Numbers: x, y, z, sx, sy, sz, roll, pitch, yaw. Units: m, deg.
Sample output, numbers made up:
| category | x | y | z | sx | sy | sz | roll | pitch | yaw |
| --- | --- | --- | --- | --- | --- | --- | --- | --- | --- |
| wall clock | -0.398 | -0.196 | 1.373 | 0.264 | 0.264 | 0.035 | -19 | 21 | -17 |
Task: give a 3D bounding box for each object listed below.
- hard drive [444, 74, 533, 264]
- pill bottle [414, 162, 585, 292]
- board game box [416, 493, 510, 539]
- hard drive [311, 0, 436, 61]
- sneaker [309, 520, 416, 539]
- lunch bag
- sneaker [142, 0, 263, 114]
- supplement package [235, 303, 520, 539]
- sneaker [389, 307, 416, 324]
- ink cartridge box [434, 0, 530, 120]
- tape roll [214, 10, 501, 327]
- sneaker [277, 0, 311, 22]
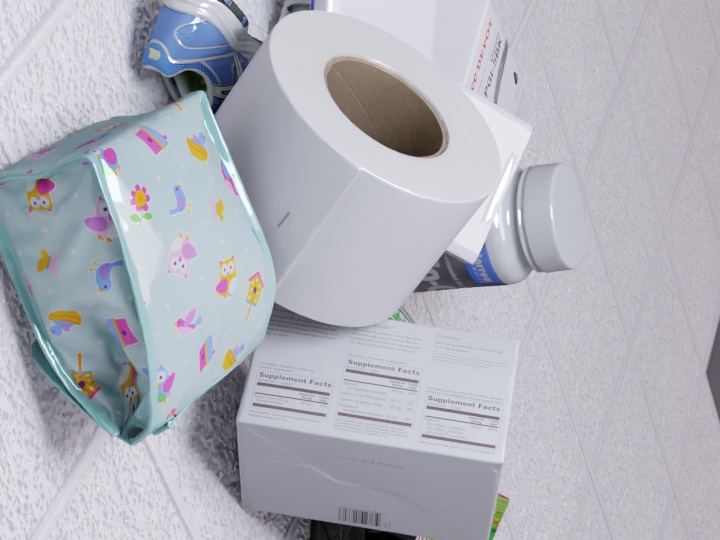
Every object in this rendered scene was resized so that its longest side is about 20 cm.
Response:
| category | x | y | z | sx | sy | sz | roll | pitch | yaw |
| --- | --- | --- | --- | --- | --- | --- | --- | --- | --- |
| hard drive | 0.040 | -0.106 | 1.634 | 0.200 | 0.025 | 0.132 | 28 | 82 | -28 |
| pill bottle | 0.093 | -0.040 | 1.757 | 0.114 | 0.200 | 0.114 | -5 | 90 | -65 |
| board game box | 0.063 | 0.235 | 1.793 | 0.200 | 0.048 | 0.102 | 27 | 86 | -61 |
| hard drive | 0.011 | -0.194 | 1.665 | 0.132 | 0.025 | 0.200 | 0 | 96 | -44 |
| sneaker | 0.004 | 0.165 | 1.635 | 0.076 | 0.114 | 0.200 | 1 | 83 | -36 |
| lunch bag | -0.148 | 0.000 | 1.332 | 0.170 | 0.122 | 0.200 | -41 | 115 | -57 |
| sneaker | -0.113 | -0.154 | 1.525 | 0.077 | 0.076 | 0.200 | -61 | 149 | -9 |
| supplement package | 0.013 | 0.120 | 1.518 | 0.156 | 0.200 | 0.111 | 93 | 7 | -59 |
| sneaker | 0.000 | 0.000 | 1.642 | 0.200 | 0.078 | 0.085 | 56 | 48 | -18 |
| ink cartridge box | 0.090 | -0.156 | 1.871 | 0.200 | 0.083 | 0.147 | 55 | 48 | -62 |
| tape roll | -0.015 | -0.076 | 1.459 | 0.203 | 0.139 | 0.203 | 25 | 35 | -19 |
| sneaker | -0.035 | -0.222 | 1.689 | 0.080 | 0.070 | 0.200 | 20 | 68 | -60 |
